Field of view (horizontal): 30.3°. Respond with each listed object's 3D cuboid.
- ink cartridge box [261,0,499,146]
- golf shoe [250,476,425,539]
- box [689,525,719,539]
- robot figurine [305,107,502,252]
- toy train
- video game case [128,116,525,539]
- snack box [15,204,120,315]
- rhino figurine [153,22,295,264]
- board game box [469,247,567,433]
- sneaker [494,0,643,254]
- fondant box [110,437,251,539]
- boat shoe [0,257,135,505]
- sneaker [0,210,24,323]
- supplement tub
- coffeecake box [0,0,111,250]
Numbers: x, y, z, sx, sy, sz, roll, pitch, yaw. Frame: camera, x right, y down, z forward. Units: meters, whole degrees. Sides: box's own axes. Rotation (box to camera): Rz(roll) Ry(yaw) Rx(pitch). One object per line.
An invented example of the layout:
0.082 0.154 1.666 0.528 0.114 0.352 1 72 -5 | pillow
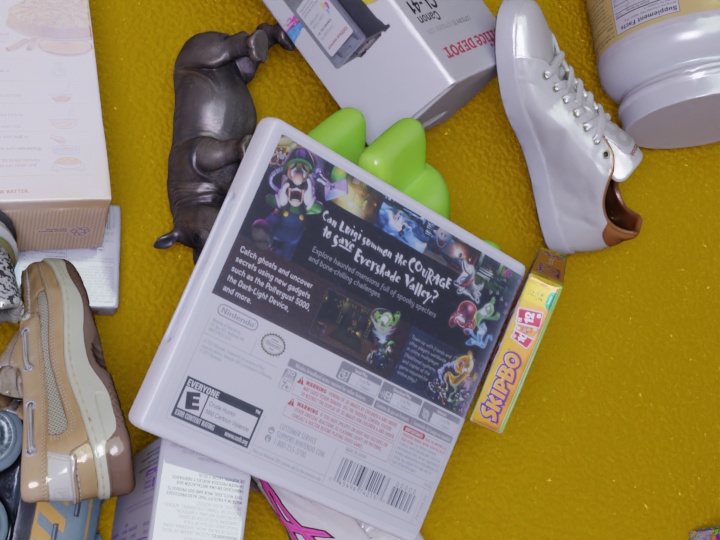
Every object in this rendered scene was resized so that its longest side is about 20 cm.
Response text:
0.006 -0.198 0.938 0.201 0.085 0.147 52 30 2 | ink cartridge box
-0.020 0.149 0.865 0.200 0.092 0.073 44 66 -4 | golf shoe
0.358 0.237 0.903 0.191 0.200 0.123 8 73 -15 | box
0.000 0.000 0.866 0.174 0.202 0.116 12 31 21 | robot figurine
-0.211 0.163 0.808 0.113 0.085 0.202 16 68 -27 | toy train
-0.011 0.039 0.766 0.199 0.023 0.183 28 81 -30 | video game case
-0.257 -0.012 0.867 0.198 0.024 0.073 3 75 -17 | snack box
-0.097 -0.078 0.911 0.060 0.087 0.202 26 64 -52 | rhino figurine
0.108 0.039 0.876 0.030 0.200 0.096 23 99 9 | board game box
0.156 -0.108 0.953 0.073 0.084 0.201 -55 131 -49 | sneaker
-0.118 0.208 0.787 0.058 0.144 0.202 12 72 -16 | fondant box
-0.188 0.058 0.773 0.075 0.200 0.072 -12 123 -16 | boat shoe
-0.279 0.042 0.768 0.199 0.077 0.089 -35 50 -4 | sneaker
0.245 -0.209 1.018 0.144 0.145 0.202 -3 76 -18 | supplement tub
-0.249 -0.117 0.857 0.152 0.073 0.202 -3 67 -18 | coffeecake box
